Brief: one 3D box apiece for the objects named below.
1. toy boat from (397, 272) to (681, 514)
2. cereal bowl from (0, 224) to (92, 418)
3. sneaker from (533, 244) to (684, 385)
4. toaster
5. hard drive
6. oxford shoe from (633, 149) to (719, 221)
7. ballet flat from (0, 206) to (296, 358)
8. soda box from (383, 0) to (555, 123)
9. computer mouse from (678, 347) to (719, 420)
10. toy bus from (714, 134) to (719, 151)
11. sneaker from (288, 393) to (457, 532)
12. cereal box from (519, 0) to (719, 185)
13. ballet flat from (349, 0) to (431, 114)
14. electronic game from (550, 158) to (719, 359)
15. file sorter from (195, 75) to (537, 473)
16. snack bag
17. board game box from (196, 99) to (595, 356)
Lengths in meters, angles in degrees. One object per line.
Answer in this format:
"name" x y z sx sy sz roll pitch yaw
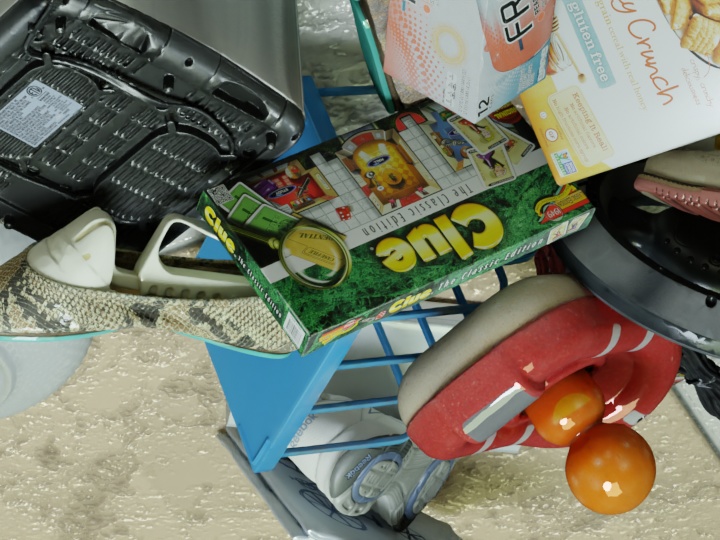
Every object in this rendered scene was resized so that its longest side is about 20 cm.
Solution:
"toy boat" 0.121 0.080 1.503 0.130 0.131 0.200 -40 163 24
"cereal bowl" -0.260 0.033 1.627 0.199 0.084 0.200 0 141 0
"sneaker" 0.158 0.016 1.640 0.082 0.078 0.200 -17 148 11
"toaster" -0.140 -0.110 1.423 0.180 0.119 0.200 27 134 -32
"hard drive" 0.020 0.066 1.725 0.199 0.026 0.132 6 141 -9
"oxford shoe" 0.242 -0.058 1.394 0.199 0.075 0.070 4 174 26
"ballet flat" -0.117 0.002 1.430 0.199 0.068 0.076 5 120 -17
"soda box" 0.061 -0.178 1.340 0.068 0.064 0.201 31 137 30
"computer mouse" 0.270 0.034 1.582 0.199 0.046 0.140 -15 143 37
"toy bus" 0.281 -0.120 1.440 0.192 0.136 0.200 41 125 -20
"sneaker" 0.004 0.112 1.697 0.075 0.087 0.200 -54 157 1
"cereal box" 0.168 -0.141 1.391 0.199 0.040 0.144 -19 102 29
"ballet flat" 0.018 -0.163 1.419 0.067 0.068 0.200 -23 146 0
"electronic game" 0.199 -0.006 1.510 0.199 0.200 0.042 11 121 -16
"file sorter" 0.000 0.000 1.543 0.122 0.139 0.200 -6 147 -29
"snack bag" 0.013 0.175 1.750 0.200 0.189 0.021 26 96 -26
"board game box" 0.021 -0.033 1.424 0.200 0.105 0.023 -24 158 -31
